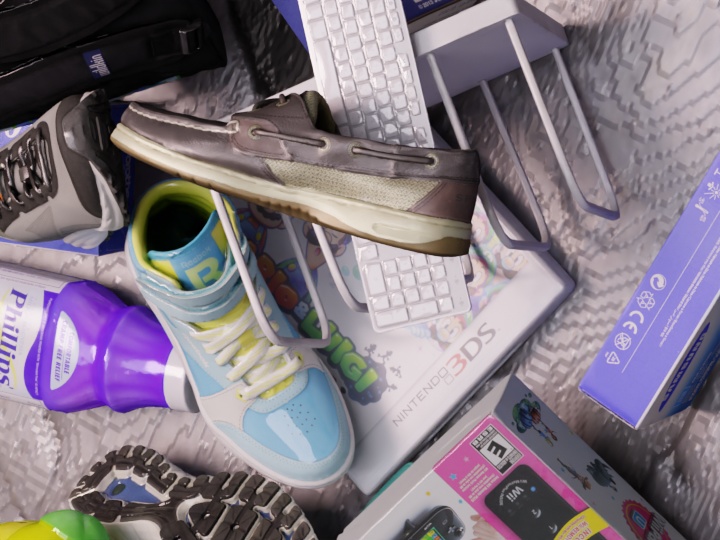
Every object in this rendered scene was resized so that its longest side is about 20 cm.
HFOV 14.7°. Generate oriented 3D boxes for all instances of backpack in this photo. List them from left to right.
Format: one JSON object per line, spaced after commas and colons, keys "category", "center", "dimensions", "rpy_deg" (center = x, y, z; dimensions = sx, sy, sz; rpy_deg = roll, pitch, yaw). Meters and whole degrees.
{"category": "backpack", "center": [-0.202, -0.152, 1.564], "dimensions": [0.200, 0.163, 0.154], "rpy_deg": [-30, 49, 2]}

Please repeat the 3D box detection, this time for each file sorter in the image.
{"category": "file sorter", "center": [0.030, -0.051, 1.541], "dimensions": [0.200, 0.139, 0.125], "rpy_deg": [-23, 82, 13]}

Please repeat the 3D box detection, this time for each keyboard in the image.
{"category": "keyboard", "center": [0.011, -0.070, 1.471], "dimensions": [0.056, 0.011, 0.200], "rpy_deg": [-13, 87, 14]}

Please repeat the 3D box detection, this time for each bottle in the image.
{"category": "bottle", "center": [-0.184, 0.045, 1.712], "dimensions": [0.200, 0.065, 0.084], "rpy_deg": [13, 98, 24]}

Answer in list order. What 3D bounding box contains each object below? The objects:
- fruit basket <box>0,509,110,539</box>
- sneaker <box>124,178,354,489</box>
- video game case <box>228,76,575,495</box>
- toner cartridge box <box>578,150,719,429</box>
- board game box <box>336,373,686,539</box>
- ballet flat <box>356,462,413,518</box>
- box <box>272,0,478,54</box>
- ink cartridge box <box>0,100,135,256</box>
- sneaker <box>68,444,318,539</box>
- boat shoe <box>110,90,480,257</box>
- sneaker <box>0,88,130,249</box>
{"category": "fruit basket", "center": [-0.229, 0.210, 1.671], "dimensions": [0.155, 0.216, 0.216], "rpy_deg": [26, 105, 21]}
{"category": "sneaker", "center": [-0.073, 0.034, 1.590], "dimensions": [0.079, 0.131, 0.200], "rpy_deg": [-36, 80, -8]}
{"category": "video game case", "center": [0.000, 0.000, 1.645], "dimensions": [0.200, 0.024, 0.182], "rpy_deg": [48, 111, 14]}
{"category": "toner cartridge box", "center": [0.198, -0.012, 1.513], "dimensions": [0.043, 0.095, 0.200], "rpy_deg": [35, 108, 18]}
{"category": "board game box", "center": [0.102, 0.182, 1.559], "dimensions": [0.200, 0.064, 0.148], "rpy_deg": [43, 112, -5]}
{"category": "ballet flat", "center": [-0.009, 0.195, 1.649], "dimensions": [0.067, 0.067, 0.200], "rpy_deg": [41, 111, -16]}
{"category": "box", "center": [-0.027, -0.216, 1.590], "dimensions": [0.200, 0.121, 0.032], "rpy_deg": [56, 144, 10]}
{"category": "ink cartridge box", "center": [-0.237, -0.068, 1.739], "dimensions": [0.200, 0.044, 0.094], "rpy_deg": [8, 99, 24]}
{"category": "sneaker", "center": [-0.084, 0.167, 1.655], "dimensions": [0.200, 0.089, 0.079], "rpy_deg": [19, 59, 47]}
{"category": "boat shoe", "center": [-0.030, -0.061, 1.450], "dimensions": [0.201, 0.072, 0.066], "rpy_deg": [18, 92, 16]}
{"category": "sneaker", "center": [-0.176, -0.049, 1.581], "dimensions": [0.079, 0.200, 0.074], "rpy_deg": [-7, 80, -14]}
